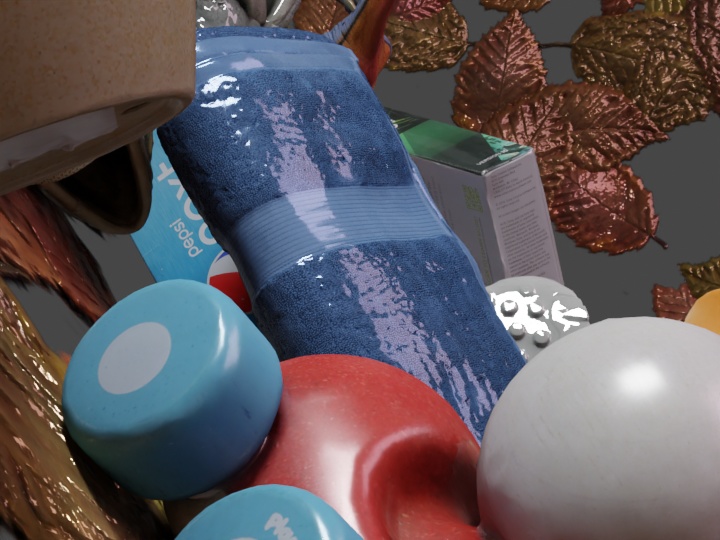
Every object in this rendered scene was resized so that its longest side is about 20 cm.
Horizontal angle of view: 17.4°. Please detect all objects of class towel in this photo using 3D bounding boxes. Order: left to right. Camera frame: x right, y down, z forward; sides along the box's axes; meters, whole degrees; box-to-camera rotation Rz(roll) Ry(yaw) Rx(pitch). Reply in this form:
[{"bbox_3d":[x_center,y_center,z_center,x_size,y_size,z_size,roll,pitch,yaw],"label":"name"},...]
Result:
[{"bbox_3d":[0.000,0.000,0.850,0.111,0.048,0.201,-3,61,-55],"label":"towel"}]

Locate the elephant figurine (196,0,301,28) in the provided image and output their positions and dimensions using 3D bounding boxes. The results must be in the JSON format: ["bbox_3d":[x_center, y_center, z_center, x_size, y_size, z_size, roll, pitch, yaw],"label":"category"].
[{"bbox_3d":[-0.095,-0.136,1.183,0.141,0.155,0.201,4,-53,50],"label":"elephant figurine"}]

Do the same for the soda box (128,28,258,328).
[{"bbox_3d":[-0.050,-0.011,0.962,0.200,0.068,0.064,58,5,33],"label":"soda box"}]

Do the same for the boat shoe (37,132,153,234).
[{"bbox_3d":[-0.109,-0.067,0.802,0.076,0.071,0.200,70,10,22],"label":"boat shoe"}]

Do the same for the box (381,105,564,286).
[{"bbox_3d":[0.027,-0.006,1.154,0.200,0.036,0.145,20,-50,52],"label":"box"}]

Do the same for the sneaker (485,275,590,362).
[{"bbox_3d":[0.059,0.102,0.916,0.081,0.076,0.201,57,37,-66],"label":"sneaker"}]

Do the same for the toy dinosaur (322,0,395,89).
[{"bbox_3d":[-0.001,-0.105,1.279,0.105,0.181,0.200,-32,90,-42],"label":"toy dinosaur"}]

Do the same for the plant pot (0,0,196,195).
[{"bbox_3d":[-0.117,-0.118,0.562,0.187,0.187,0.201,8,61,-83],"label":"plant pot"}]

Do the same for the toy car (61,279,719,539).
[{"bbox_3d":[0.053,0.064,0.681,0.184,0.200,0.177,51,6,-41],"label":"toy car"}]
